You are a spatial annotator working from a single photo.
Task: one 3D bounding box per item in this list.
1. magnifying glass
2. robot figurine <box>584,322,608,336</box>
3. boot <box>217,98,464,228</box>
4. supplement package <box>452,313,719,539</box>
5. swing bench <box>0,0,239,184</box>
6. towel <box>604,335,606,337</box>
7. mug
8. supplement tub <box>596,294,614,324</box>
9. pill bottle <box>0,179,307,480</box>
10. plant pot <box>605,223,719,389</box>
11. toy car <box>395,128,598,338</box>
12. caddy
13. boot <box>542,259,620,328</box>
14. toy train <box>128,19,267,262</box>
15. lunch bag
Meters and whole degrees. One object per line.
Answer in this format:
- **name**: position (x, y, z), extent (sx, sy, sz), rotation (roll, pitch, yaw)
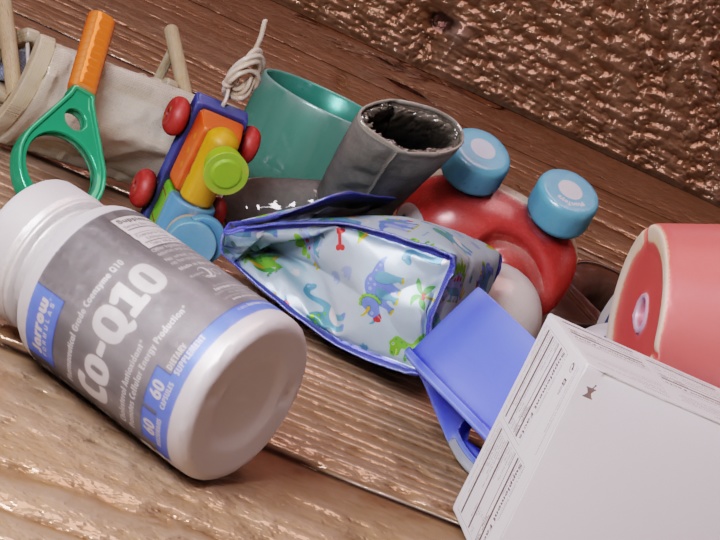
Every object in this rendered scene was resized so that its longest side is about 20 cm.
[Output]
- **magnifying glass**: position (-0.233, -0.127, 1.520), extent (0.079, 0.202, 0.022), rotation (28, -34, -27)
- **robot figurine**: position (0.234, 0.118, 1.546), extent (0.199, 0.114, 0.170), rotation (29, 48, 12)
- **boot**: position (-0.023, -0.082, 1.637), extent (0.180, 0.073, 0.200), rotation (-1, -17, -18)
- **supplement package**: position (0.188, 0.149, 1.238), extent (0.198, 0.157, 0.111), rotation (23, 11, -12)
- **swing bench**: position (-0.245, -0.158, 1.681), extent (0.197, 0.131, 0.200), rotation (19, 20, -32)
- **towel**: position (0.250, 0.151, 1.452), extent (0.198, 0.148, 0.024), rotation (27, -25, 7)
- **mug**: position (-0.054, -0.127, 1.950), extent (0.151, 0.115, 0.185), rotation (26, 12, 2)
- **supplement tub**: position (0.319, 0.096, 1.733), extent (0.143, 0.146, 0.200), rotation (18, 14, -31)
- **pill bottle**: position (-0.140, 0.031, 1.158), extent (0.199, 0.115, 0.113), rotation (32, 14, 27)
- **plant pot**: position (0.282, 0.051, 1.369), extent (0.175, 0.203, 0.201), rotation (12, 15, -7)
- **toy car**: position (0.102, 0.015, 1.683), extent (0.175, 0.185, 0.201), rotation (25, 41, -5)
- **caddy**: position (0.114, 0.109, 1.377), extent (0.200, 0.105, 0.141), rotation (45, 1, 40)
- **boot**: position (0.240, 0.045, 1.959), extent (0.184, 0.065, 0.200), rotation (7, 16, -20)
- **toy train**: position (-0.116, -0.104, 1.554), extent (0.084, 0.201, 0.116), rotation (21, 18, -21)
- **lunch bag**: position (0.000, 0.000, 1.555), extent (0.198, 0.129, 0.170), rotation (17, 5, 18)
